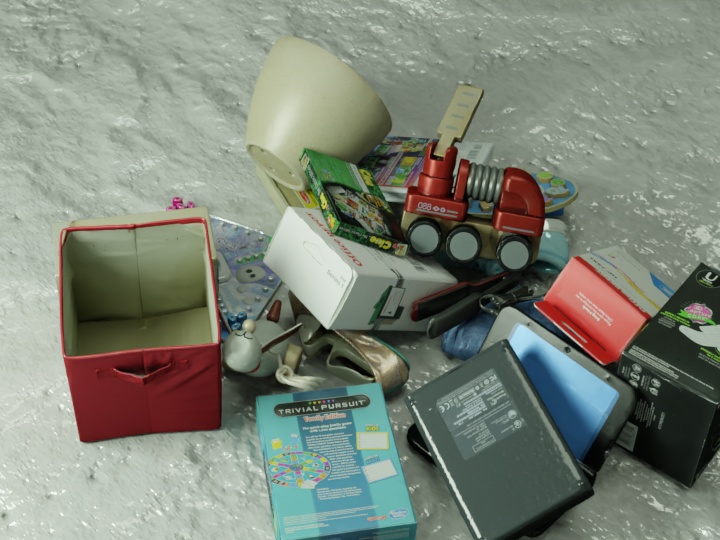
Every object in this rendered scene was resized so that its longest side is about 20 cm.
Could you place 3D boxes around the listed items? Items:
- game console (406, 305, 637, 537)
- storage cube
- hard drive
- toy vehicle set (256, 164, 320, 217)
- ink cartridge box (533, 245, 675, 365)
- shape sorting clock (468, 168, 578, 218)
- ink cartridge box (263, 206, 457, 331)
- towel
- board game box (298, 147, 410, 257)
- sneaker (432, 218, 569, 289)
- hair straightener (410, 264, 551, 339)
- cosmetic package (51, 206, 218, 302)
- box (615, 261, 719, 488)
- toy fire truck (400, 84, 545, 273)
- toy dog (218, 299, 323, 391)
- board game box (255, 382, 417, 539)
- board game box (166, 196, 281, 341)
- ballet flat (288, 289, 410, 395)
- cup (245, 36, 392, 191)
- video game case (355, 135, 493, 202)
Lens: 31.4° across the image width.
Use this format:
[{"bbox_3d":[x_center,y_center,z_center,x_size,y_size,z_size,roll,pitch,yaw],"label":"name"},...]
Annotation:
[{"bbox_3d":[0.179,0.166,1.448,0.199,0.118,0.175,35,50,29],"label":"game console"},{"bbox_3d":[-0.248,0.071,1.453,0.168,0.181,0.202,-5,54,-9],"label":"storage cube"},{"bbox_3d":[0.150,0.193,1.415,0.138,0.033,0.202,-29,59,3],"label":"hard drive"},{"bbox_3d":[-0.053,-0.101,1.778,0.123,0.027,0.201,-16,47,-20],"label":"toy vehicle set"},{"bbox_3d":[0.298,0.039,1.525,0.116,0.068,0.199,41,24,19],"label":"ink cartridge box"},{"bbox_3d":[0.199,-0.107,1.754,0.196,0.040,0.201,-4,24,2],"label":"shape sorting clock"},{"bbox_3d":[0.000,0.000,1.571,0.198,0.085,0.146,4,32,-48],"label":"ink cartridge box"},{"bbox_3d":[0.204,0.078,1.593,0.197,0.049,0.112,12,44,8],"label":"towel"},{"bbox_3d":[-0.010,-0.088,1.604,0.103,0.024,0.201,16,25,-23],"label":"board game box"},{"bbox_3d":[0.178,-0.016,1.677,0.196,0.074,0.083,-8,65,4],"label":"sneaker"},{"bbox_3d":[0.161,0.043,1.572,0.198,0.041,0.077,-17,46,-27],"label":"hair straightener"},{"bbox_3d":[-0.280,-0.012,1.596,0.197,0.074,0.104,-7,44,-12],"label":"cosmetic package"},{"bbox_3d":[0.391,0.118,1.491,0.123,0.150,0.200,29,49,26],"label":"box"},{"bbox_3d":[0.149,-0.118,1.598,0.173,0.203,0.129,10,14,2],"label":"toy fire truck"},{"bbox_3d":[-0.112,0.075,1.478,0.130,0.200,0.098,16,83,-15],"label":"toy dog"},{"bbox_3d":[-0.031,0.222,1.423,0.148,0.047,0.202,-5,44,-10],"label":"board game box"},{"bbox_3d":[-0.202,-0.006,1.667,0.197,0.026,0.201,18,45,14],"label":"board game box"},{"bbox_3d":[-0.031,0.087,1.555,0.199,0.069,0.067,32,57,29],"label":"ballet flat"},{"bbox_3d":[-0.077,-0.195,1.739,0.199,0.201,0.144,30,75,25],"label":"cup"},{"bbox_3d":[0.080,-0.140,1.778,0.179,0.023,0.200,6,27,15],"label":"video game case"}]
